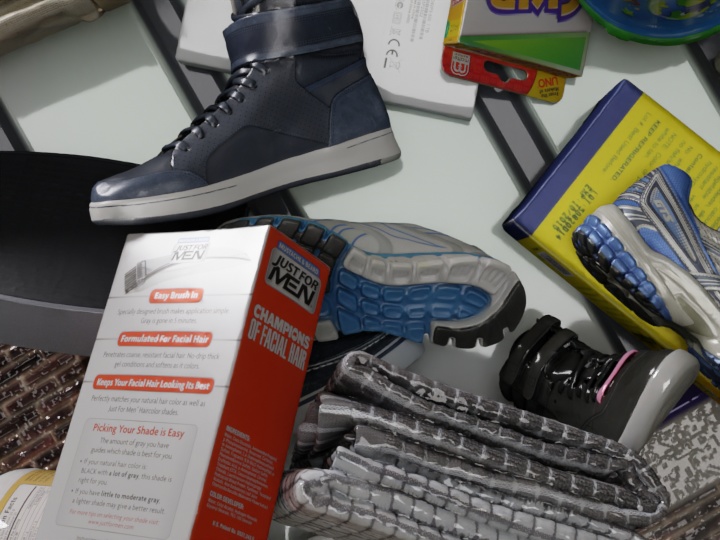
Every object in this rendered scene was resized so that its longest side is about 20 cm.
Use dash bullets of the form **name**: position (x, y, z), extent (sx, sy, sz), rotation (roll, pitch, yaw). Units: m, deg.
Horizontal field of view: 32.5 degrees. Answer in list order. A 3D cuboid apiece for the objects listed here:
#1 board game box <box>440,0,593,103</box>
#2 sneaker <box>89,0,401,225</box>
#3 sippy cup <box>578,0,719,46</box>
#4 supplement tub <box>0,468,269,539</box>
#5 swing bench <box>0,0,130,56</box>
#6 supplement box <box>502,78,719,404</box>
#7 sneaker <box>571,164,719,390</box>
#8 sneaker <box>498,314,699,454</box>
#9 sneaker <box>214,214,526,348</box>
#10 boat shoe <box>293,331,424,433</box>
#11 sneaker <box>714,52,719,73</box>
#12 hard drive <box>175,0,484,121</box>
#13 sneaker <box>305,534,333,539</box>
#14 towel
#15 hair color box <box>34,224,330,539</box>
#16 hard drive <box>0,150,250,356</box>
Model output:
- **board game box**: position (0.113, -0.215, 0.793), extent (0.095, 0.030, 0.202), rotation (10, 93, -23)
- **sneaker**: position (-0.083, -0.111, 0.746), extent (0.201, 0.077, 0.147), rotation (-20, 101, -26)
- **sippy cup**: position (0.178, -0.208, 0.709), extent (0.178, 0.130, 0.140), rotation (-39, 81, 10)
- **supplement tub**: position (-0.166, 0.198, 0.759), extent (0.198, 0.144, 0.146), rotation (2, 91, 13)
- **swing bench**: position (-0.269, -0.219, 0.780), extent (0.198, 0.130, 0.201), rotation (-21, 95, 2)
- **supplement box**: position (0.199, -0.008, 0.766), extent (0.200, 0.110, 0.109), rotation (39, 92, 2)
- **sneaker**: position (0.215, 0.020, 0.675), extent (0.200, 0.077, 0.085), rotation (43, 88, 1)
- **sneaker**: position (0.132, 0.067, 0.734), extent (0.099, 0.200, 0.071), rotation (41, 76, 12)
- **sneaker**: position (0.000, 0.000, 0.784), extent (0.198, 0.087, 0.075), rotation (11, 111, -11)
- **boat shoe**: position (-0.063, 0.061, 0.796), extent (0.199, 0.071, 0.091), rotation (-26, 93, 4)
- **sneaker**: position (0.280, -0.204, 0.779), extent (0.099, 0.078, 0.201), rotation (18, 90, 6)
- **hard drive**: position (-0.011, -0.183, 0.816), extent (0.198, 0.026, 0.133), rotation (11, 91, 3)
- **sneaker**: position (0.037, 0.157, 0.799), extent (0.198, 0.075, 0.089), rotation (-9, 85, -7)
- **towel**: position (0.052, 0.122, 0.691), extent (0.199, 0.166, 0.086), rotation (18, 73, -4)
- **hair color box**: position (-0.095, 0.080, 0.662), extent (0.110, 0.064, 0.201), rotation (-2, 66, 36)
- **hard drive**: position (-0.179, -0.014, 0.787), extent (0.198, 0.042, 0.136), rotation (8, 57, 4)
